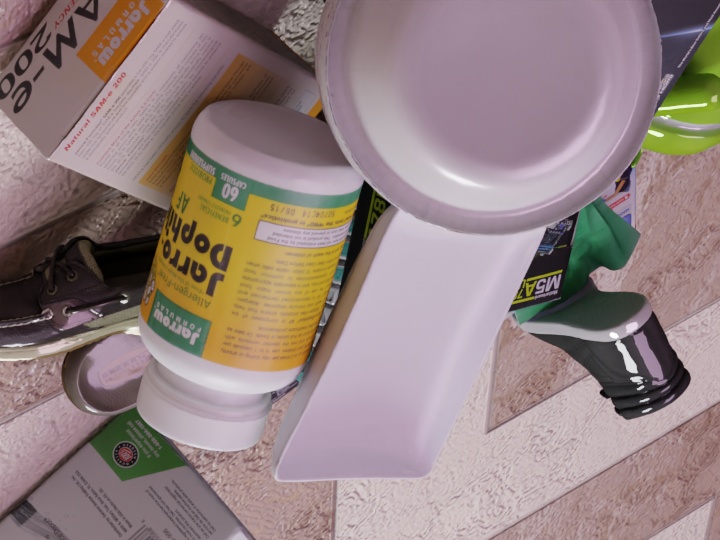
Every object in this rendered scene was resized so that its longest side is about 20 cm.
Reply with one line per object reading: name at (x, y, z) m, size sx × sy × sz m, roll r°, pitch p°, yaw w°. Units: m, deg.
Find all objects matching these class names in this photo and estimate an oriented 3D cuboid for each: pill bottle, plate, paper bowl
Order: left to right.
pill bottle at (-0.075, 0.005, 1.559) m, size 0.113 × 0.113 × 0.201 m, roll -5°, pitch 120°, yaw -46°
plate at (0.027, 0.044, 1.631) m, size 0.200 × 0.032 × 0.200 m, roll 6°, pitch 113°, yaw -59°
paper bowl at (0.077, -0.120, 1.459) m, size 0.201 × 0.201 × 0.104 m, roll -46°, pitch -169°, yaw 1°

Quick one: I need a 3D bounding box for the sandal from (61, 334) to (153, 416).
sandal at (-0.110, 0.036, 1.694) m, size 0.199 × 0.055 × 0.082 m, roll -28°, pitch 108°, yaw -9°

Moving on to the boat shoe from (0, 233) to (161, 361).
boat shoe at (-0.179, 0.008, 1.629) m, size 0.199 × 0.073 × 0.065 m, roll -11°, pitch 126°, yaw -14°

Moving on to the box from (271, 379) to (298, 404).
box at (-0.050, 0.013, 1.819) m, size 0.200 × 0.050 × 0.158 m, roll -36°, pitch 146°, yaw -15°

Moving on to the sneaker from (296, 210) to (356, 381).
sneaker at (0.000, 0.000, 1.765) m, size 0.091 × 0.077 × 0.201 m, roll -45°, pitch 149°, yaw -54°

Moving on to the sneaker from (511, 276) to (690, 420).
sneaker at (0.186, 0.064, 1.953) m, size 0.071 × 0.200 × 0.099 m, roll -35°, pitch 107°, yaw -14°

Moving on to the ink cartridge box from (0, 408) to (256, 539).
ink cartridge box at (-0.186, 0.220, 1.809) m, size 0.200 × 0.147 × 0.083 m, roll -41°, pitch 149°, yaw -4°

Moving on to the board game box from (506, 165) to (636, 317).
board game box at (0.121, -0.057, 1.928) m, size 0.200 × 0.056 × 0.196 m, roll -32°, pitch 145°, yaw -20°

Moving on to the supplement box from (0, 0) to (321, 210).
supplement box at (-0.122, -0.113, 1.576) m, size 0.126 × 0.074 × 0.200 m, roll -51°, pitch 149°, yaw 9°

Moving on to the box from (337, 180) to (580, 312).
box at (0.080, -0.058, 1.700) m, size 0.200 × 0.047 × 0.194 m, roll -14°, pitch 126°, yaw -44°

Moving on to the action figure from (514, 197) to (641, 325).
action figure at (0.139, -0.042, 1.861) m, size 0.118 × 0.055 × 0.200 m, roll -40°, pitch 151°, yaw -5°

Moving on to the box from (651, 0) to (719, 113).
box at (0.148, -0.146, 1.604) m, size 0.160 × 0.044 × 0.200 m, roll 3°, pitch 126°, yaw -48°

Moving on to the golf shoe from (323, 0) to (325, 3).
golf shoe at (0.022, -0.224, 1.597) m, size 0.078 × 0.094 × 0.200 m, roll -31°, pitch 143°, yaw -19°

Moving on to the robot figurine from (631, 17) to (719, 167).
robot figurine at (0.233, -0.167, 1.756) m, size 0.176 × 0.115 × 0.200 m, roll -55°, pitch 169°, yaw -50°
